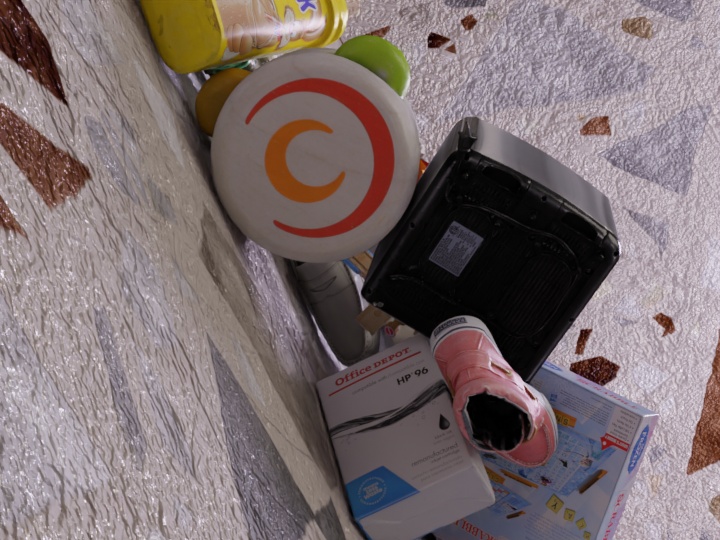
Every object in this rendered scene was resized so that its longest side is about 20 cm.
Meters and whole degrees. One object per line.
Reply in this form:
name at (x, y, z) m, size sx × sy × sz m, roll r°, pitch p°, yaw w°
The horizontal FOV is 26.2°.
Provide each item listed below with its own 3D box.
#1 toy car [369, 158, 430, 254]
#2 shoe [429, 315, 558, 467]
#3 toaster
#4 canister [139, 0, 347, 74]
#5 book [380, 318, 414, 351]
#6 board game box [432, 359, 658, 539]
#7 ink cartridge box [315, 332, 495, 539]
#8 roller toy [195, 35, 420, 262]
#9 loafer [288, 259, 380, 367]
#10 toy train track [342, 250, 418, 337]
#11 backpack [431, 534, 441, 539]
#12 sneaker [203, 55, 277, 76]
toy car at (0.018, -0.063, 1.667) m, size 0.176 × 0.149 × 0.200 m, roll 66°, pitch -24°, yaw 14°
shoe at (0.123, 0.132, 1.333) m, size 0.200 × 0.071 × 0.091 m, roll 54°, pitch 14°, yaw -40°
toaster at (0.121, -0.024, 1.385) m, size 0.180 × 0.201 × 0.119 m, roll 29°, pitch 24°, yaw -8°
canister at (-0.111, -0.262, 1.416) m, size 0.200 × 0.086 × 0.150 m, roll -24°, pitch 96°, yaw -54°
book at (0.047, 0.136, 1.574) m, size 0.134 × 0.048 × 0.201 m, roll -114°, pitch -166°, yaw -49°
board game box at (0.157, 0.186, 1.458) m, size 0.199 × 0.201 × 0.041 m, roll 27°, pitch 13°, yaw 33°
ink cartridge box at (0.033, 0.137, 1.384) m, size 0.068 × 0.115 × 0.201 m, roll 58°, pitch 9°, yaw -45°
roller toy at (-0.040, -0.105, 1.381) m, size 0.140 × 0.198 × 0.184 m, roll -77°, pitch 153°, yaw -79°
loafer at (-0.038, 0.004, 1.541) m, size 0.070 × 0.070 × 0.201 m, roll 15°, pitch 48°, yaw -62°
toy train track at (0.000, 0.000, 1.502) m, size 0.200 × 0.115 × 0.033 m, roll 44°, pitch -38°, yaw 5°
backpack at (0.166, 0.262, 1.682) m, size 0.201 × 0.189 × 0.155 m, roll -104°, pitch 167°, yaw -54°
sneaker at (-0.143, -0.218, 1.493) m, size 0.200 × 0.076 × 0.089 m, roll 52°, pitch 24°, yaw -39°
